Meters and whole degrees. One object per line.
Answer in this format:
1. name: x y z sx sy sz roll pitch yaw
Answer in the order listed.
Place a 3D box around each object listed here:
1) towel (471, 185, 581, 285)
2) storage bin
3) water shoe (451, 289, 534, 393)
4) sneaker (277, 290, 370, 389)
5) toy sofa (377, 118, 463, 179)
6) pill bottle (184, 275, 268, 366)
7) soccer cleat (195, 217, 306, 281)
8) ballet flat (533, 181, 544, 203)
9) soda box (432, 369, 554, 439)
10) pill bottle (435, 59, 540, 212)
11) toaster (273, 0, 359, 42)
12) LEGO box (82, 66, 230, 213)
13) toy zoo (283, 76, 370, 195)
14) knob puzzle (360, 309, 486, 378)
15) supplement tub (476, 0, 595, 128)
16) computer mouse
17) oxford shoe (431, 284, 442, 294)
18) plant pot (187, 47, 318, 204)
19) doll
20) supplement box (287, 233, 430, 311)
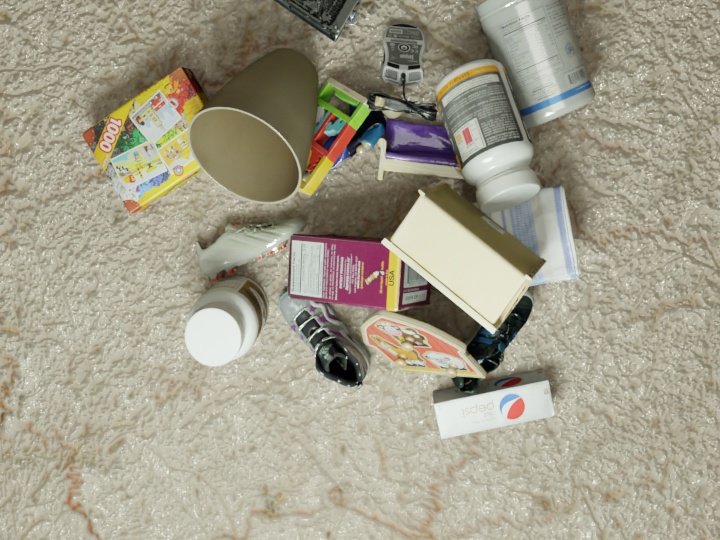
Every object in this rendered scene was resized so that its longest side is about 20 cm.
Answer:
1. towel: 0.237 -0.044 1.336 0.195 0.024 0.151 -10 88 10
2. storage bin: 0.159 -0.028 1.243 0.199 0.198 0.095 39 108 10
3. water shoe: 0.223 0.120 1.395 0.071 0.080 0.201 25 115 -26
4. sneaker: -0.061 0.115 1.395 0.199 0.140 0.078 41 100 -4
5. toy sofa: 0.123 -0.187 1.366 0.195 0.083 0.100 7 100 2
6. pill bottle: -0.216 0.082 1.369 0.111 0.200 0.117 0 100 3
7. soccer cleat: -0.185 -0.052 1.415 0.197 0.069 0.079 -24 94 10
8. ballet flat: 0.284 -0.093 1.376 0.064 0.070 0.204 -4 110 42
9. soda box: 0.222 0.225 1.434 0.195 0.068 0.065 -13 98 5
10. pill bottle: 0.190 -0.198 1.263 0.114 0.116 0.204 -18 75 6
11. toaster: -0.068 -0.475 1.311 0.198 0.119 0.183 32 99 -3
12. LEGO box: -0.325 -0.212 1.389 0.198 0.077 0.151 -32 96 8
13. toy zoo: -0.072 -0.202 1.348 0.020 0.131 0.202 33 94 -40
14. knob puzzle: 0.080 0.124 1.341 0.215 0.220 0.031 23 66 0
15. supplement tub: 0.270 -0.334 1.309 0.129 0.132 0.204 -21 97 6
16. computer mouse: 0.068 -0.307 1.324 0.107 0.203 0.044 5 142 0
17. oxford shoe: 0.169 0.023 1.400 0.195 0.075 0.072 14 98 0
18. plant pot: -0.139 -0.242 1.309 0.184 0.188 0.203 25 56 -1
19. doll: -0.014 -0.219 1.356 0.198 0.138 0.048 -34 132 21
20. supplement box: 0.000 0.000 1.341 0.196 0.130 0.106 6 95 28
